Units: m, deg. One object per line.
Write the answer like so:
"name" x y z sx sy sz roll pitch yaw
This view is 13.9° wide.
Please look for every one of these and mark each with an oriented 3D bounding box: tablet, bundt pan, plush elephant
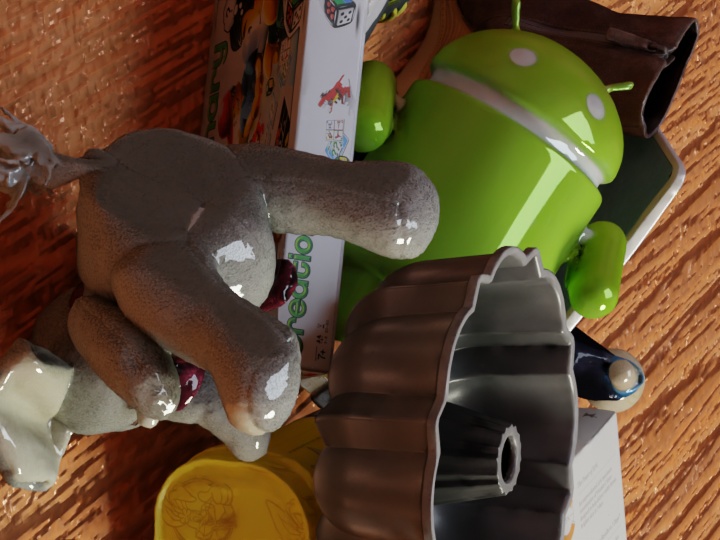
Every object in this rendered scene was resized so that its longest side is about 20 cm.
"tablet" 0.121 -0.052 1.701 0.014 0.130 0.200 28 20 -26
"bundt pan" 0.036 0.086 1.391 0.202 0.075 0.203 3 90 -67
"plush elephant" -0.088 0.025 1.306 0.155 0.199 0.165 101 14 -45

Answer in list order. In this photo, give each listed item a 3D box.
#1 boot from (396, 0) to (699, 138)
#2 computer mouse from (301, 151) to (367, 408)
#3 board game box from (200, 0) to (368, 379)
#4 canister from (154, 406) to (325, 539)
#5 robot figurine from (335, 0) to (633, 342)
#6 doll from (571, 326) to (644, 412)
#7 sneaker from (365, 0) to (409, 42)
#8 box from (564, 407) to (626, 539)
"boot" 0.120 -0.137 1.718 0.200 0.166 0.073 -63 145 -44
"computer mouse" 0.000 0.000 1.601 0.140 0.046 0.200 -48 119 -11
"board game box" -0.043 -0.046 1.429 0.034 0.126 0.201 10 80 -23
"canister" -0.018 0.144 1.476 0.200 0.086 0.149 -21 113 -63
"robot figurine" 0.058 -0.037 1.529 0.200 0.175 0.116 -57 -170 -7
"doll" 0.102 0.044 1.746 0.200 0.136 0.049 19 93 -46
"sneaker" 0.001 -0.155 1.568 0.085 0.074 0.200 66 35 -44
"box" 0.097 0.195 1.774 0.124 0.097 0.201 -38 126 -59
